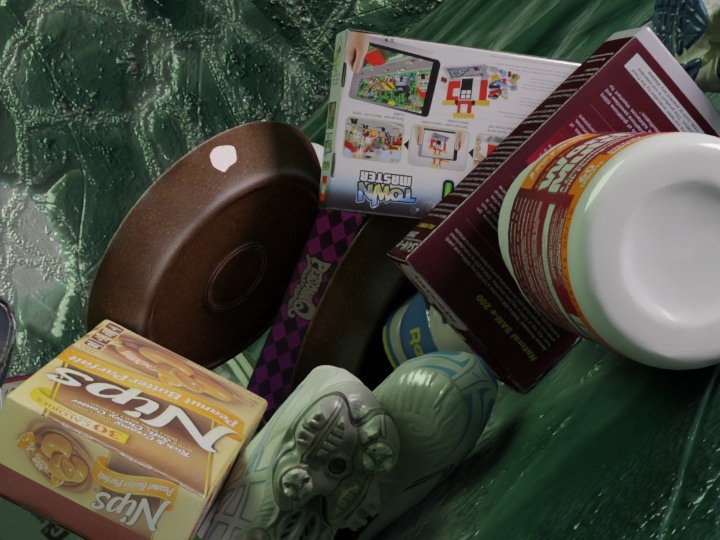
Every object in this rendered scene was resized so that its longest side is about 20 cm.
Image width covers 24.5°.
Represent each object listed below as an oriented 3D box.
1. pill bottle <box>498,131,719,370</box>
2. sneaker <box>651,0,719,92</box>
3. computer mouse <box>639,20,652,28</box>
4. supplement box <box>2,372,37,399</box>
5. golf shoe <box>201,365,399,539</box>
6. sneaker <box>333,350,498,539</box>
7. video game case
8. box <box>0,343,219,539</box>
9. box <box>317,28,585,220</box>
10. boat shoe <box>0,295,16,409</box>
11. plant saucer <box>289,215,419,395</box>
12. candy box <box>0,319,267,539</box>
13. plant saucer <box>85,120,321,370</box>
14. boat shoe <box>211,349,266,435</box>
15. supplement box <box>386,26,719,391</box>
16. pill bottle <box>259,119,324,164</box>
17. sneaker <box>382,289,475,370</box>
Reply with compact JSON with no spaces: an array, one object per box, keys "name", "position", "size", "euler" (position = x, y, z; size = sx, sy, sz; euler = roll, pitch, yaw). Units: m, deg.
[{"name":"pill bottle","position":[0.135,-0.016,0.845],"size":[0.110,0.110,0.200],"euler":[-43,9,-3]},{"name":"sneaker","position":[0.244,-0.140,1.033],"size":[0.200,0.084,0.078],"euler":[-134,48,-69]},{"name":"computer mouse","position":[0.254,-0.180,1.301],"size":[0.199,0.044,0.110],"euler":[-31,19,32]},{"name":"supplement box","position":[-0.229,0.156,1.287],"size":[0.199,0.131,0.103],"euler":[-7,-40,-51]},{"name":"golf shoe","position":[-0.050,0.142,0.922],"size":[0.201,0.078,0.097],"euler":[-54,20,11]},{"name":"sneaker","position":[0.006,0.117,0.969],"size":[0.200,0.072,0.072],"euler":[-42,-18,32]},{"name":"video game case","position":[0.000,0.000,1.165],"size":[0.201,0.036,0.181],"euler":[-67,-17,15]},{"name":"box","position":[-0.202,0.197,1.045],"size":[0.200,0.199,0.171],"euler":[-39,9,9]},{"name":"box","position":[0.078,-0.081,1.027],"size":[0.035,0.198,0.111],"euler":[-161,78,-79]},{"name":"boat shoe","position":[-0.252,0.074,0.968],"size":[0.062,0.075,0.200],"euler":[-34,13,38]},{"name":"plant saucer","position":[0.019,0.030,1.146],"size":[0.201,0.036,0.201],"euler":[-54,-19,-28]},{"name":"candy box","position":[-0.127,0.093,0.926],"size":[0.056,0.115,0.200],"euler":[-64,-1,11]},{"name":"plant saucer","position":[-0.090,-0.003,1.078],"size":[0.200,0.034,0.201],"euler":[-37,-29,-25]},{"name":"boat shoe","position":[-0.095,0.095,1.210],"size":[0.062,0.075,0.200],"euler":[-42,52,-2]},{"name":"supplement box","position":[0.125,-0.038,0.990],"size":[0.200,0.109,0.061],"euler":[-43,10,-6]},{"name":"pill bottle","position":[-0.035,-0.024,1.322],"size":[0.111,0.200,0.111],"euler":[-42,9,8]},{"name":"sneaker","position":[0.097,-0.004,1.091],"size":[0.082,0.074,0.200],"euler":[-21,29,56]}]
